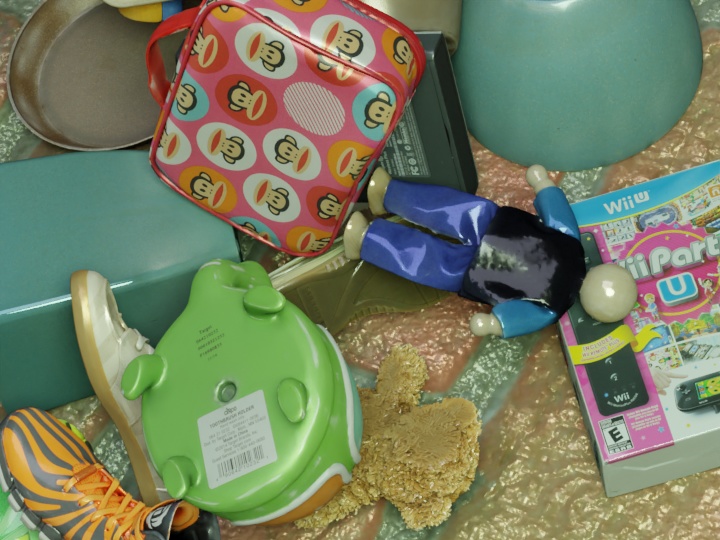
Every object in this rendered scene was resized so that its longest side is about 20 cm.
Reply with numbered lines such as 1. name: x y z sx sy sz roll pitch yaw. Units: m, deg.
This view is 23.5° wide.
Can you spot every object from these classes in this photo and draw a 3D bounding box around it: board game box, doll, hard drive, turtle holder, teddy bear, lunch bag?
1. board game box: 0.211 0.038 1.196 0.147 0.064 0.201 -17 56 4
2. doll: 0.095 -0.015 1.181 0.199 0.049 0.137 20 65 17
3. hard drive: -0.024 -0.108 1.257 0.199 0.140 0.033 2 45 21
4. turtle holder: -0.074 0.084 1.133 0.141 0.132 0.185 -50 53 0
5. teddy bear: -0.004 0.118 1.212 0.199 0.067 0.146 -3 50 21
6. lunch bag: -0.066 -0.114 1.182 0.176 0.200 0.082 27 48 -4

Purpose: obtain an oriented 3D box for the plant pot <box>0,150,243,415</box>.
1. plant pot: -0.188 -0.003 1.286 0.199 0.142 0.142 -14 57 -3

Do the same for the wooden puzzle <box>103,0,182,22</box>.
1. wooden puzzle: -0.153 -0.253 1.418 0.199 0.047 0.185 -9 33 -27

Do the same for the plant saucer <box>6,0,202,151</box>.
1. plant saucer: -0.198 -0.176 1.450 0.199 0.032 0.201 -6 59 10

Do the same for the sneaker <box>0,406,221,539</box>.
1. sneaker: -0.157 0.159 1.154 0.200 0.112 0.078 51 43 1

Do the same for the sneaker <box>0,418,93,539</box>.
1. sneaker: -0.228 0.204 1.216 0.083 0.074 0.201 -19 53 24

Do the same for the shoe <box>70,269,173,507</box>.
1. shoe: -0.152 0.083 1.199 0.053 0.201 0.070 -17 27 -3

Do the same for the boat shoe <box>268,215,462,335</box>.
1. boat shoe: 0.000 0.003 1.264 0.200 0.073 0.063 -27 22 -11

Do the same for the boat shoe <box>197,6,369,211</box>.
1. boat shoe: -0.060 -0.133 1.334 0.075 0.093 0.200 -42 70 -16

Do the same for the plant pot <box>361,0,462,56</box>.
1. plant pot: 0.000 -0.238 1.288 0.199 0.200 0.175 -12 77 8

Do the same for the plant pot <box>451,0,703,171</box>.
1. plant pot: 0.155 -0.195 1.307 0.199 0.135 0.201 -6 59 11
